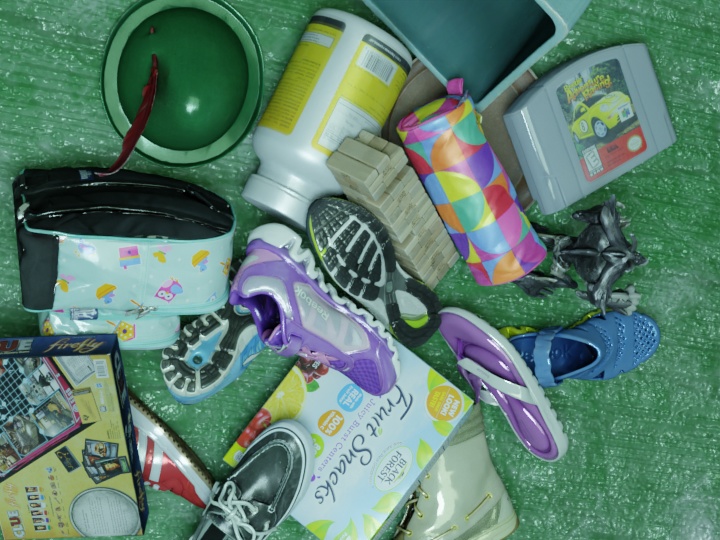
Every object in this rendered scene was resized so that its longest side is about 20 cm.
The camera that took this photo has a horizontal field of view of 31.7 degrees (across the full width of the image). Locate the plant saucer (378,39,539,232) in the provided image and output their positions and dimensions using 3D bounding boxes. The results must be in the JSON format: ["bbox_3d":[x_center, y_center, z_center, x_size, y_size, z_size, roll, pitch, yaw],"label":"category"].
[{"bbox_3d":[0.109,-0.138,1.330,0.198,0.034,0.203,-1,93,-18],"label":"plant saucer"}]

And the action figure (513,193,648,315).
[{"bbox_3d":[0.238,-0.015,1.292,0.101,0.200,0.120,1,90,-27],"label":"action figure"}]

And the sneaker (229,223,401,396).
[{"bbox_3d":[-0.049,0.054,1.187,0.200,0.080,0.089,46,52,-13],"label":"sneaker"}]

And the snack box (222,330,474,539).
[{"bbox_3d":[-0.009,0.163,1.265,0.168,0.068,0.200,37,84,12],"label":"snack box"}]

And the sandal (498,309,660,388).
[{"bbox_3d":[0.238,0.088,1.360,0.198,0.087,0.080,-12,95,-18],"label":"sandal"}]

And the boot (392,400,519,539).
[{"bbox_3d":[0.060,0.235,1.323,0.199,0.072,0.156,-21,101,-20],"label":"boot"}]

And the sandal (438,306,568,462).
[{"bbox_3d":[0.144,0.123,1.320,0.203,0.082,0.050,50,56,-3],"label":"sandal"}]

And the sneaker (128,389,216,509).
[{"bbox_3d":[-0.232,0.189,1.231,0.113,0.071,0.200,-45,106,-6],"label":"sneaker"}]

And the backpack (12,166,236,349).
[{"bbox_3d":[-0.214,-0.013,1.169,0.198,0.176,0.155,-6,112,-16],"label":"backpack"}]

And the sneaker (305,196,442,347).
[{"bbox_3d":[0.000,0.000,1.252,0.074,0.081,0.200,-49,128,-14],"label":"sneaker"}]

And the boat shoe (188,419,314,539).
[{"bbox_3d":[-0.115,0.230,1.201,0.074,0.068,0.200,41,106,10],"label":"boat shoe"}]

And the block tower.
[{"bbox_3d":[0.037,-0.055,1.245,0.054,0.058,0.200,-51,143,-14],"label":"block tower"}]

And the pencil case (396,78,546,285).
[{"bbox_3d":[0.113,-0.084,1.265,0.088,0.088,0.201,-31,108,-13],"label":"pencil case"}]

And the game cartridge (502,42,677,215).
[{"bbox_3d":[0.246,-0.160,1.346,0.199,0.041,0.134,-30,101,-27],"label":"game cartridge"}]

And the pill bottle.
[{"bbox_3d":[-0.038,-0.145,1.243,0.111,0.112,0.201,28,86,-17],"label":"pill bottle"}]

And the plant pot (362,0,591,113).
[{"bbox_3d":[0.143,-0.316,1.239,0.196,0.196,0.200,46,63,-4],"label":"plant pot"}]

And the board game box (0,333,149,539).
[{"bbox_3d":[-0.270,0.151,1.134,0.134,0.035,0.202,-2,119,2],"label":"board game box"}]

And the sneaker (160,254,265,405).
[{"bbox_3d":[-0.124,0.056,1.258,0.078,0.090,0.200,42,63,11],"label":"sneaker"}]

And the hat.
[{"bbox_3d":[-0.153,-0.170,1.171,0.164,0.176,0.202,11,91,-17],"label":"hat"}]
